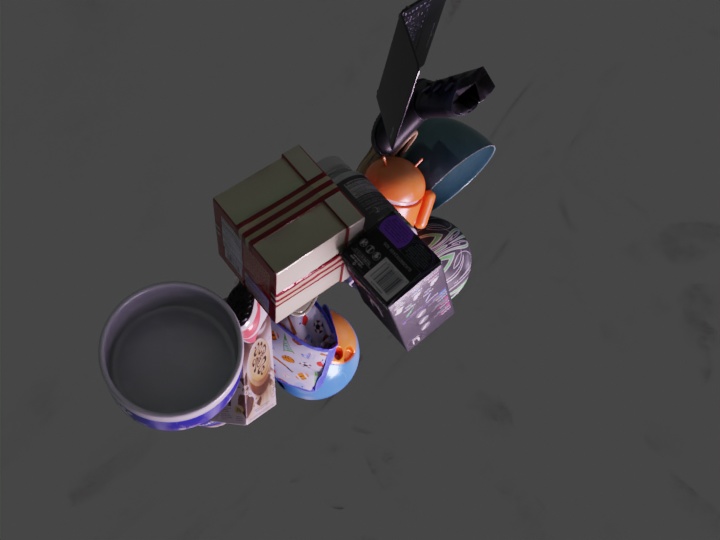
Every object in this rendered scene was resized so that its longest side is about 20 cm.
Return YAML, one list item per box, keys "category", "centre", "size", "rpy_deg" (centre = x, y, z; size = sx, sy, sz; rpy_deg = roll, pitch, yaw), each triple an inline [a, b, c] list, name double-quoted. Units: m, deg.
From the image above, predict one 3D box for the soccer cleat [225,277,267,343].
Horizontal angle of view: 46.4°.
- category: "soccer cleat"
  centre: [-0.168, 0.021, 1.378]
  size: [0.073, 0.068, 0.201]
  rpy_deg: [65, 35, -54]

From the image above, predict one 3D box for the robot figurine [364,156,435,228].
- category: "robot figurine"
  centre: [0.052, -0.120, 1.528]
  size: [0.117, 0.143, 0.201]
  rpy_deg: [-48, 160, -52]

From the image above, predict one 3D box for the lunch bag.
- category: "lunch bag"
  centre: [-0.132, 0.121, 1.588]
  size: [0.124, 0.200, 0.171]
  rpy_deg: [-38, 161, -35]

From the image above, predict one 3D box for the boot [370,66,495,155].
- category: "boot"
  centre: [0.116, -0.263, 1.409]
  size: [0.165, 0.066, 0.200]
  rpy_deg: [-56, -151, -10]

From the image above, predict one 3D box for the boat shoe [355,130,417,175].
- category: "boat shoe"
  centre: [0.043, -0.196, 1.575]
  size: [0.071, 0.064, 0.201]
  rpy_deg: [-33, 158, -47]

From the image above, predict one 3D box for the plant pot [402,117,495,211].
- category: "plant pot"
  centre: [0.144, -0.224, 1.640]
  size: [0.200, 0.135, 0.200]
  rpy_deg: [-37, 168, -9]

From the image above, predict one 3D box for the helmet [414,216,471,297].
- category: "helmet"
  centre: [0.123, -0.014, 1.666]
  size: [0.190, 0.201, 0.200]
  rpy_deg: [-33, 171, 20]

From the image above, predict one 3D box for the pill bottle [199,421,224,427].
- category: "pill bottle"
  centre: [-0.296, 0.221, 1.524]
  size: [0.116, 0.116, 0.200]
  rpy_deg: [-48, 165, -4]

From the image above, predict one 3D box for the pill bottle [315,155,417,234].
- category: "pill bottle"
  centre: [-0.008, -0.091, 1.392]
  size: [0.113, 0.200, 0.113]
  rpy_deg: [-32, 153, -19]

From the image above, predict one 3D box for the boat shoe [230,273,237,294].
- category: "boat shoe"
  centre: [-0.155, 0.000, 1.481]
  size: [0.200, 0.070, 0.070]
  rpy_deg: [-29, 131, -62]

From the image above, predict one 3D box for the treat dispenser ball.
- category: "treat dispenser ball"
  centre: [-0.102, 0.176, 1.809]
  size: [0.201, 0.201, 0.201]
  rpy_deg: [-45, 165, -16]

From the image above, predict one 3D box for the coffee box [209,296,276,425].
- category: "coffee box"
  centre: [-0.209, 0.151, 1.456]
  size: [0.113, 0.079, 0.202]
  rpy_deg: [-26, 115, -66]

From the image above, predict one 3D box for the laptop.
- category: "laptop"
  centre: [0.095, -0.326, 1.333]
  size: [0.200, 0.103, 0.178]
  rpy_deg: [-40, 163, -32]

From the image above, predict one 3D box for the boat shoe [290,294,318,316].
- category: "boat shoe"
  centre: [-0.114, -0.008, 1.434]
  size: [0.074, 0.201, 0.066]
  rpy_deg: [9, 154, -28]

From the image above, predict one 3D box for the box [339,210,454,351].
- category: "box"
  centre: [0.060, 0.021, 1.286]
  size: [0.106, 0.122, 0.200]
  rpy_deg: [-39, 154, -6]

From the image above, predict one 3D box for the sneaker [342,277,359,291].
- category: "sneaker"
  centre: [0.000, 0.000, 1.600]
  size: [0.071, 0.108, 0.200]
  rpy_deg: [-65, 175, 5]

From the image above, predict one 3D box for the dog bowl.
- category: "dog bowl"
  centre: [-0.266, 0.121, 1.195]
  size: [0.200, 0.200, 0.079]
  rpy_deg: [-42, 168, -24]

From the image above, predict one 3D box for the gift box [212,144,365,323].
- category: "gift box"
  centre: [-0.106, -0.057, 1.284]
  size: [0.186, 0.185, 0.200]
  rpy_deg: [-34, 164, -21]
